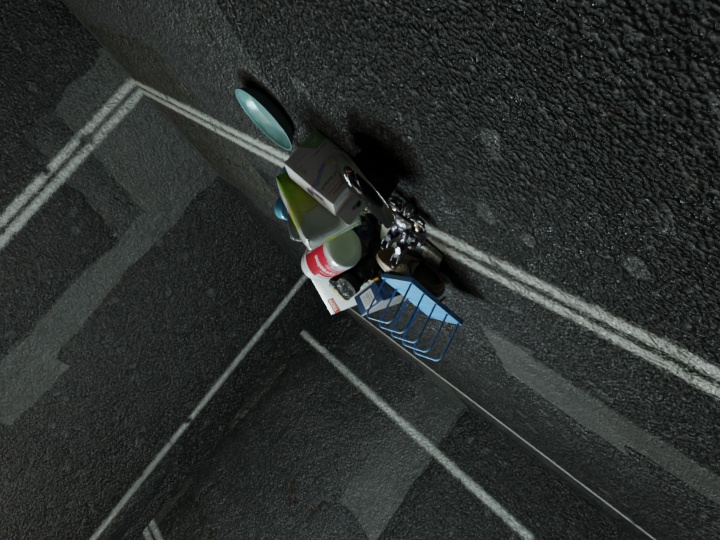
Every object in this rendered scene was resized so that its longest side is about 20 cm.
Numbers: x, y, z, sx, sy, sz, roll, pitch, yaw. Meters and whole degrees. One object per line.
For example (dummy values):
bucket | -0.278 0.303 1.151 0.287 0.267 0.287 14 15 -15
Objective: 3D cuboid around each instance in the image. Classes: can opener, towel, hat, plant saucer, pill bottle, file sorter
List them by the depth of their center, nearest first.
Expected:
hat | 0.027 -0.189 1.167 0.202 0.080 0.201 49 170 11
file sorter | 0.132 0.119 1.430 0.198 0.125 0.137 37 167 -27
can opener | -0.155 -0.177 1.439 0.051 0.209 0.067 0 174 8
towel | 0.129 -0.065 1.457 0.190 0.035 0.201 38 168 9
plant saucer | -0.239 -0.399 1.467 0.199 0.036 0.200 42 171 8
pill bottle | -0.087 -0.040 1.562 0.112 0.114 0.198 43 150 -14

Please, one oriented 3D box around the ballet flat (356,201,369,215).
ballet flat | 0.007 -0.164 1.422 0.073 0.070 0.199 23 177 -24

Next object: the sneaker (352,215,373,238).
sneaker | -0.018 -0.132 1.582 0.073 0.083 0.201 35 170 23

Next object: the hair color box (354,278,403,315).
hair color box | 0.083 0.059 1.600 0.099 0.197 0.062 -37 75 40

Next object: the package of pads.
package of pads | -0.105 -0.168 1.371 0.204 0.151 0.069 60 173 22

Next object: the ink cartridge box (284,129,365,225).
ink cartridge box | -0.066 -0.214 1.309 0.198 0.118 0.068 39 168 15

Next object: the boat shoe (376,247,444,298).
boat shoe | 0.128 -0.007 1.427 0.195 0.077 0.072 28 163 11

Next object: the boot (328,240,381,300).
boot | 0.002 0.002 1.599 0.080 0.158 0.210 48 162 -10

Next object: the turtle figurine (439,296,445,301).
turtle figurine | 0.146 0.036 1.541 0.159 0.065 0.201 36 -167 -8

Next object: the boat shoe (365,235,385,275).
boat shoe | 0.083 -0.020 1.701 0.062 0.074 0.203 46 168 53

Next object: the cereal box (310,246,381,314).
cereal box | -0.036 0.034 1.696 0.147 0.195 0.040 60 -159 -19

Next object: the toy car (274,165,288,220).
toy car | -0.103 -0.194 1.575 0.180 0.184 0.197 15 -175 39

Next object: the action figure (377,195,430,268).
action figure | 0.092 -0.092 1.290 0.130 0.069 0.202 45 157 15

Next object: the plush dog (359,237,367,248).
plush dog | -0.039 -0.044 1.776 0.161 0.173 0.198 48 169 -36
